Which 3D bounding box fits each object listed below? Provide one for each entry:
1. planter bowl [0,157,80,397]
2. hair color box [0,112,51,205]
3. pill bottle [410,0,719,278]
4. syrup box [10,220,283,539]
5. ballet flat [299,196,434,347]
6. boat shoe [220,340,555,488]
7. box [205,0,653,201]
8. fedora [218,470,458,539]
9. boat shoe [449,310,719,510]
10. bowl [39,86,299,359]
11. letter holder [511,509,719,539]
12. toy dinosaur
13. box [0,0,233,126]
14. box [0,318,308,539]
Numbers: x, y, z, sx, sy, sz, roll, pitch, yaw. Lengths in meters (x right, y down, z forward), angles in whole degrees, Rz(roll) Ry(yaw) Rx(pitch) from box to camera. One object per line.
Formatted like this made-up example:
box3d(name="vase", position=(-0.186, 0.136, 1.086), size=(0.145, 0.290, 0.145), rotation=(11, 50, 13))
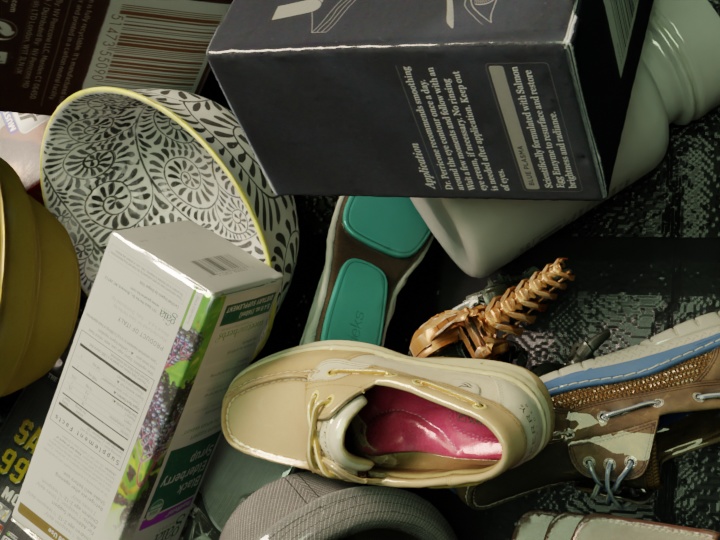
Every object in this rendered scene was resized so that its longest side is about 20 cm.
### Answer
box3d(name="planter bowl", position=(-0.238, 0.015, 0.936), size=(0.200, 0.083, 0.202), rotation=(-14, 72, 49))
box3d(name="hair color box", position=(-0.251, -0.089, 1.029), size=(0.199, 0.064, 0.111), rotation=(-32, 71, 10))
box3d(name="pill bottle", position=(0.123, -0.093, 0.875), size=(0.199, 0.114, 0.115), rotation=(-32, 70, -6))
box3d(name="syrup box", position=(-0.128, 0.078, 0.856), size=(0.081, 0.079, 0.201), rotation=(30, 109, 22))
box3d(name="ballet flat", position=(0.000, 0.000, 0.919), size=(0.069, 0.070, 0.201), rotation=(7, 54, 19))
box3d(name="boat shoe", position=(0.003, 0.082, 0.789), size=(0.198, 0.069, 0.074), rotation=(-4, 103, 25))
box3d(name="box", position=(0.049, -0.149, 0.793), size=(0.198, 0.118, 0.198), rotation=(3, 52, 24))
box3d(name="fedora", position=(-0.027, 0.197, 0.855), size=(0.176, 0.201, 0.090), rotation=(-22, 35, -19))
box3d(name="boat shoe", position=(0.144, 0.092, 0.816), size=(0.199, 0.072, 0.073), rotation=(-27, 53, 1))
box3d(name="bowl", position=(-0.106, -0.042, 0.938), size=(0.200, 0.094, 0.202), rotation=(22, 130, 29))
box3d(name="letter holder", position=(0.127, 0.240, 0.815), size=(0.141, 0.101, 0.202), rotation=(6, 80, 20))
box3d(name="toy dinosaur", position=(0.071, 0.058, 0.850), size=(0.200, 0.135, 0.103), rotation=(-19, 86, 56))
box3d(name="box", position=(-0.178, -0.224, 0.931), size=(0.163, 0.166, 0.201), rotation=(3, 59, -21))
box3d(name="box", position=(-0.150, 0.147, 0.951), size=(0.199, 0.048, 0.159), rotation=(30, 88, 21))
